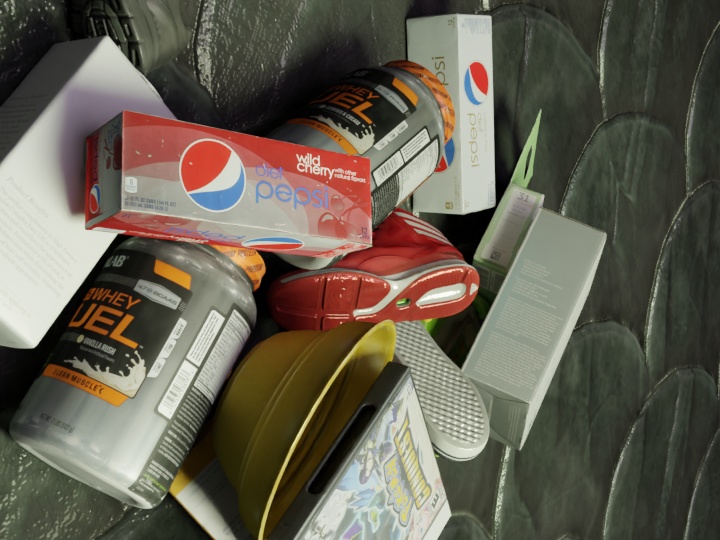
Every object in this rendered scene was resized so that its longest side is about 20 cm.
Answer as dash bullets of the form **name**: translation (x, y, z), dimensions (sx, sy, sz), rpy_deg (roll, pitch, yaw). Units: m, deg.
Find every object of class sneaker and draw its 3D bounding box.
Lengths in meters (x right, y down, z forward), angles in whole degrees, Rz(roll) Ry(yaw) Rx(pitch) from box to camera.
- **sneaker**: translation (0.000, 0.000, 0.940), dimensions (0.199, 0.116, 0.079), rpy_deg (-2, 125, -21)
- **sneaker**: translation (0.054, 0.120, 0.946), dimensions (0.078, 0.200, 0.080), rpy_deg (1, 124, -26)
- **sneaker**: translation (-0.176, -0.241, 0.731), dimensions (0.091, 0.076, 0.201), rpy_deg (-41, 132, -49)

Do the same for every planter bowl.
- **planter bowl**: translation (-0.056, 0.110, 0.770), dimensions (0.201, 0.083, 0.201), rpy_deg (-57, 164, -25)

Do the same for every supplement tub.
- **supplement tub**: translation (-0.156, 0.061, 0.742), dimensions (0.123, 0.122, 0.201), rpy_deg (47, 60, -41)
- **supplement tub**: translation (-0.007, -0.101, 0.893), dimensions (0.200, 0.122, 0.123), rpy_deg (-44, 126, -37)

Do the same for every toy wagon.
- **toy wagon**: translation (0.090, 0.095, 1.075), dimensions (0.155, 0.039, 0.200), rpy_deg (-54, 139, -30)

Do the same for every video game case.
- **video game case**: translation (0.009, 0.206, 0.812), dimensions (0.181, 0.025, 0.201), rpy_deg (-52, 141, -35)

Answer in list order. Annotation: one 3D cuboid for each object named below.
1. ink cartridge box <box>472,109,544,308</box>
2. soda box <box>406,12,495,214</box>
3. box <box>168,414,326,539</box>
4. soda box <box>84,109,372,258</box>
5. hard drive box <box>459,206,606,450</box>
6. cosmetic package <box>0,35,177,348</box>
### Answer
- **ink cartridge box**: translation (0.179, -0.057, 1.124), dimensions (0.201, 0.048, 0.146), rpy_deg (-61, 164, -21)
- **soda box**: translation (0.095, -0.162, 1.044), dimensions (0.064, 0.068, 0.201), rpy_deg (-13, 104, -48)
- **box**: translation (-0.066, 0.204, 0.856), dimensions (0.119, 0.041, 0.200), rpy_deg (-43, 106, -17)
- **soda box**: translation (-0.088, -0.055, 0.705), dimensions (0.199, 0.063, 0.070), rpy_deg (7, 76, -37)
- **hard drive box**: translation (0.175, 0.063, 1.039), dimensions (0.201, 0.077, 0.156), rpy_deg (-60, 164, -22)
- **cosmetic package**: translation (-0.218, -0.057, 0.695), dimensions (0.102, 0.074, 0.200), rpy_deg (54, 54, -37)
